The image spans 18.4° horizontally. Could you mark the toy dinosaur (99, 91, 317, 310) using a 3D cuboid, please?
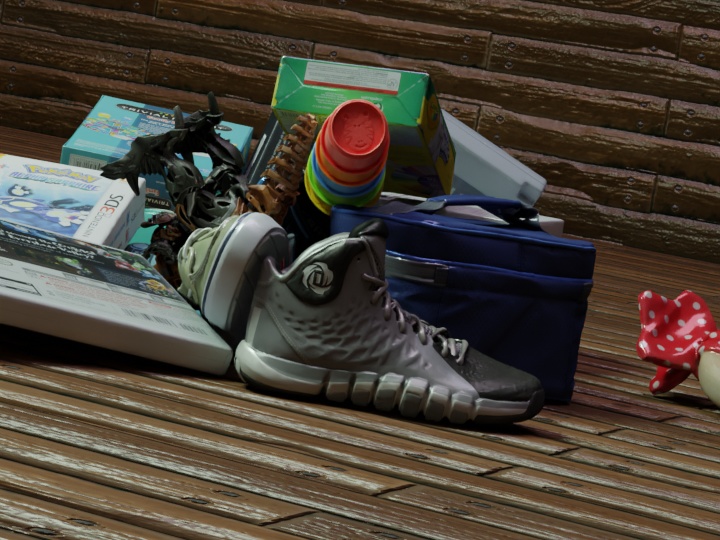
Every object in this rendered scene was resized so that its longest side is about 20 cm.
[{"bbox_3d":[-0.100,-0.047,1.583,0.136,0.200,0.102,52,10,5],"label":"toy dinosaur"}]

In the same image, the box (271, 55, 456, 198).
[{"bbox_3d":[0.009,-0.102,1.699,0.116,0.049,0.200,8,-17,11],"label":"box"}]

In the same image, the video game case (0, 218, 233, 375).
[{"bbox_3d":[-0.201,0.007,1.438,0.199,0.024,0.182,15,13,-30],"label":"video game case"}]

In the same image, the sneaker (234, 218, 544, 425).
[{"bbox_3d":[0.026,0.029,1.392,0.198,0.117,0.075,9,5,-6],"label":"sneaker"}]

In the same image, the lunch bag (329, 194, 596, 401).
[{"bbox_3d":[0.074,0.013,1.568,0.199,0.133,0.135,5,7,-39],"label":"lunch bag"}]

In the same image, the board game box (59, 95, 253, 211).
[{"bbox_3d":[-0.185,-0.102,2.042,0.150,0.047,0.200,12,17,0],"label":"board game box"}]

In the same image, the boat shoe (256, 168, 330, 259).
[{"bbox_3d":[0.000,0.000,1.685,0.199,0.085,0.069,33,-14,-23],"label":"boat shoe"}]

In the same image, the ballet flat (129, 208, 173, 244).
[{"bbox_3d":[-0.110,0.004,1.788,0.199,0.070,0.071,17,-10,28],"label":"ballet flat"}]

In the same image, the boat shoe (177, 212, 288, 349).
[{"bbox_3d":[-0.094,0.003,1.470,0.062,0.072,0.200,35,-18,5],"label":"boat shoe"}]

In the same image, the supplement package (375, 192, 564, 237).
[{"bbox_3d":[0.050,-0.003,1.816,0.199,0.115,0.109,11,6,22],"label":"supplement package"}]

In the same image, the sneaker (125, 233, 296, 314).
[{"bbox_3d":[-0.109,-0.009,1.686,0.079,0.096,0.199,7,5,-42],"label":"sneaker"}]

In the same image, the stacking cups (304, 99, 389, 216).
[{"bbox_3d":[-0.006,-0.075,1.537,0.060,0.061,0.200,9,-5,-3],"label":"stacking cups"}]

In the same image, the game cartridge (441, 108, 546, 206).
[{"bbox_3d":[0.061,-0.050,1.901,0.133,0.200,0.041,31,47,-4],"label":"game cartridge"}]

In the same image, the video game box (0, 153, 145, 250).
[{"bbox_3d":[-0.278,-0.037,1.685,0.198,0.047,0.182,10,22,4],"label":"video game box"}]

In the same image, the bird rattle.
[{"bbox_3d":[0.309,0.066,1.666,0.198,0.114,0.163,6,22,-11],"label":"bird rattle"}]

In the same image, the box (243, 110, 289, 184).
[{"bbox_3d":[-0.015,-0.064,2.110,0.196,0.125,0.200,26,3,-6],"label":"box"}]
